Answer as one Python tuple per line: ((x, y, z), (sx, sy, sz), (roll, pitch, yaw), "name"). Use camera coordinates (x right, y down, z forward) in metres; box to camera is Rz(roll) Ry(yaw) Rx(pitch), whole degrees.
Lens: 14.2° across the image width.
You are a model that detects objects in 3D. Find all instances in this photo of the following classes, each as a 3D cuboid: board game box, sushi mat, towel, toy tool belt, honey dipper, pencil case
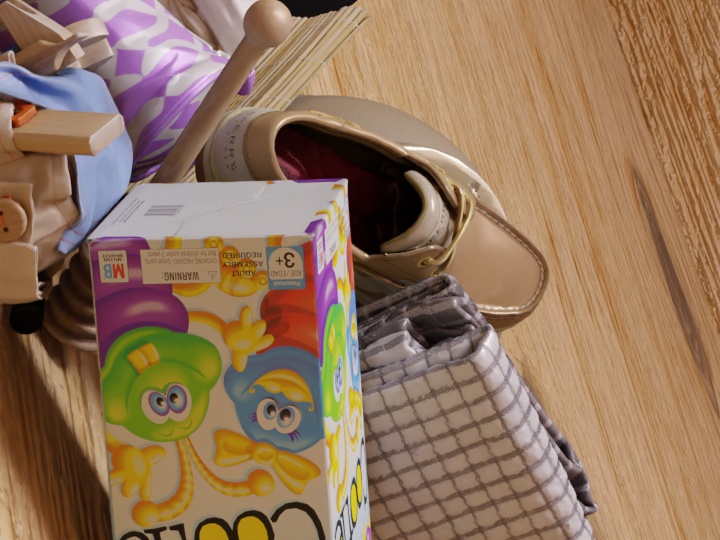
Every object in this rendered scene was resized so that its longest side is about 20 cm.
((-0.055, 0.068, 1.306), (0.105, 0.103, 0.201), (-62, 150, -72), "board game box")
((-0.076, -0.088, 1.523), (0.200, 0.095, 0.012), (-51, 128, -47), "sushi mat")
((0.004, 0.101, 1.425), (0.166, 0.200, 0.086), (59, 19, -29), "towel")
((-0.144, -0.058, 1.289), (0.125, 0.123, 0.200), (63, 12, -11), "toy tool belt")
((-0.087, -0.046, 1.352), (0.038, 0.200, 0.038), (29, 25, -15), "honey dipper")
((-0.143, -0.134, 1.396), (0.200, 0.085, 0.084), (46, -15, 4), "pencil case")

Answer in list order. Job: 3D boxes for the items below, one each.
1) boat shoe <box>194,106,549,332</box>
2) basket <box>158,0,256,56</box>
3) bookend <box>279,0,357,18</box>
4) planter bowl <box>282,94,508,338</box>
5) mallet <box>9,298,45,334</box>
((0.016, -0.022, 1.402), (0.200, 0.066, 0.074), (22, 75, -28), "boat shoe")
((-0.144, -0.197, 1.548), (0.200, 0.123, 0.136), (62, 13, -21), "basket")
((-0.077, -0.191, 1.767), (0.199, 0.092, 0.200), (53, 6, 27), "bookend")
((0.000, 0.000, 1.507), (0.135, 0.200, 0.201), (-10, -71, 62), "planter bowl")
((-0.153, -0.035, 1.421), (0.041, 0.066, 0.200), (20, 46, -12), "mallet")
